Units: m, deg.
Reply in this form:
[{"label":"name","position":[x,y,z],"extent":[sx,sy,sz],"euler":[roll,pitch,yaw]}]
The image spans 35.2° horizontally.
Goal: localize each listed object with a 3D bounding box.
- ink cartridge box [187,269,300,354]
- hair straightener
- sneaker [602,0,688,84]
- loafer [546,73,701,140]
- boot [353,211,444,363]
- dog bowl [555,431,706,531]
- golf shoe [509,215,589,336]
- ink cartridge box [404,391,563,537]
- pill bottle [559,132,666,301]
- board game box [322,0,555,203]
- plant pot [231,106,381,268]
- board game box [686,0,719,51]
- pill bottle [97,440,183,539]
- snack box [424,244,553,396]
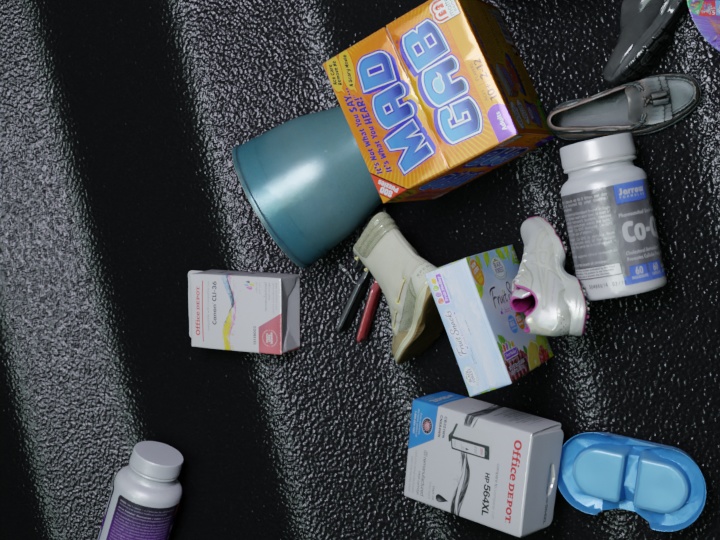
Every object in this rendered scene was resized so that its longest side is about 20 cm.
[{"label":"ink cartridge box","position":[-0.195,0.061,1.740],"extent":[0.198,0.067,0.118],"euler":[2,96,24]},{"label":"hair straightener","position":[0.000,0.000,1.659],"extent":[0.077,0.041,0.201],"euler":[21,103,21]},{"label":"sneaker","position":[0.366,-0.331,1.448],"extent":[0.091,0.076,0.201],"euler":[38,100,23]},{"label":"loafer","position":[0.339,-0.207,1.470],"extent":[0.199,0.063,0.072],"euler":[-12,91,25]},{"label":"boot","position":[0.050,0.027,1.600],"extent":[0.155,0.072,0.201],"euler":[49,149,24]},{"label":"dog bowl","position":[0.363,0.276,1.518],"extent":[0.199,0.050,0.112],"euler":[10,99,24]},{"label":"golf shoe","position":[0.231,0.005,1.485],"extent":[0.091,0.201,0.076],"euler":[-11,135,-4]},{"label":"ink cartridge box","position":[0.167,0.263,1.563],"extent":[0.199,0.084,0.147],"euler":[11,99,39]},{"label":"pill bottle","position":[0.322,-0.069,1.465],"extent":[0.113,0.114,0.202],"euler":[-11,91,25]},{"label":"board game box","position":[0.108,-0.223,1.497],"extent":[0.199,0.200,0.201],"euler":[-26,84,23]},{"label":"plant pot","position":[-0.048,-0.136,1.595],"extent":[0.187,0.200,0.201],"euler":[-31,82,10]},{"label":"board game box","position":[0.493,-0.352,1.361],"extent":[0.199,0.039,0.159],"euler":[-33,95,8]},{"label":"pill bottle","position":[-0.350,0.382,1.821],"extent":[0.111,0.111,0.201],"euler":[24,105,20]},{"label":"snack box","position":[0.174,0.061,1.499],"extent":[0.067,0.200,0.170],"euler":[-21,86,24]}]
